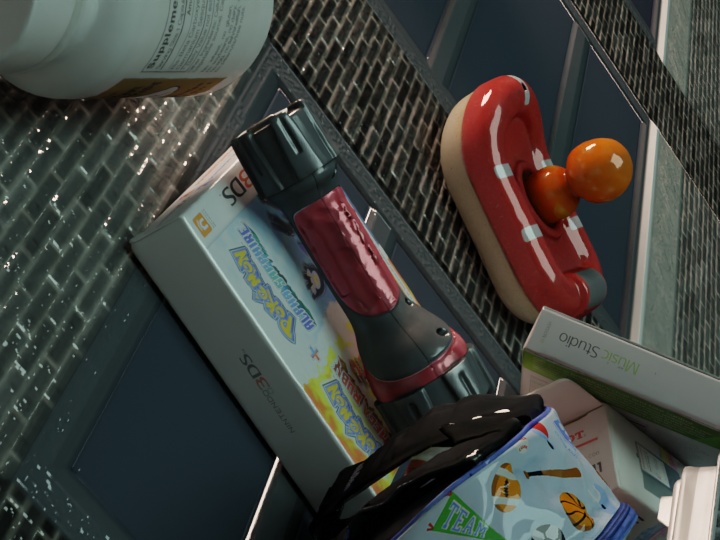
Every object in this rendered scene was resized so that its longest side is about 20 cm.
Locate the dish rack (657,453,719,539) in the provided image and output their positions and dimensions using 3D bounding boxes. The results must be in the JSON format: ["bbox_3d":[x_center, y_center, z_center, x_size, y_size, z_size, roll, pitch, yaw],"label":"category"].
[{"bbox_3d":[0.193,0.221,0.921,0.200,0.043,0.172,-64,145,-53],"label":"dish rack"}]

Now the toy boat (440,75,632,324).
[{"bbox_3d":[0.153,-0.064,1.258,0.130,0.131,0.200,-15,79,-63],"label":"toy boat"}]

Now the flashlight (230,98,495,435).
[{"bbox_3d":[0.000,0.000,0.903,0.200,0.068,0.068,59,30,-9],"label":"flashlight"}]

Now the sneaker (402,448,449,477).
[{"bbox_3d":[0.086,0.191,0.945,0.200,0.078,0.116,35,70,-17],"label":"sneaker"}]

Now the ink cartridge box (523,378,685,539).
[{"bbox_3d":[0.150,0.159,1.062,0.200,0.117,0.067,37,36,-38],"label":"ink cartridge box"}]

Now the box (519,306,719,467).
[{"bbox_3d":[0.179,0.091,1.079,0.200,0.144,0.036,74,40,-73],"label":"box"}]

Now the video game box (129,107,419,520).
[{"bbox_3d":[-0.032,0.021,0.950,0.200,0.047,0.182,56,30,-12],"label":"video game box"}]

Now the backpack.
[{"bbox_3d":[0.041,0.156,0.770,0.154,0.191,0.200,43,26,4],"label":"backpack"}]

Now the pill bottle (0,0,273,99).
[{"bbox_3d":[-0.140,-0.147,0.835,0.200,0.114,0.115,-13,77,-62],"label":"pill bottle"}]
